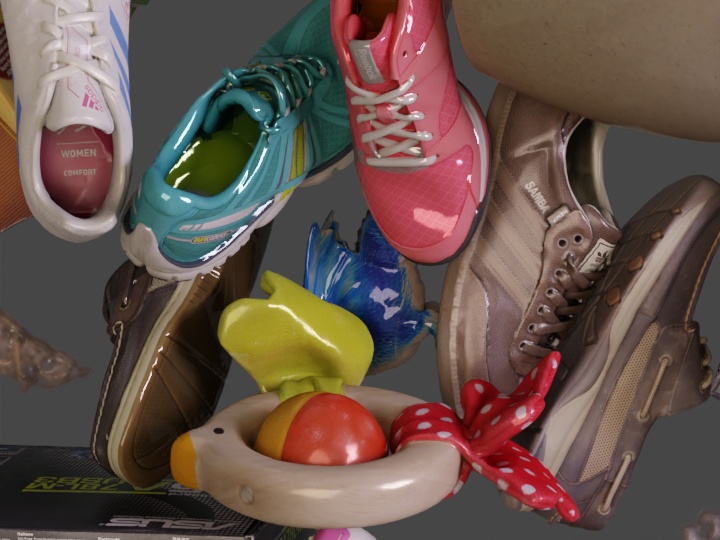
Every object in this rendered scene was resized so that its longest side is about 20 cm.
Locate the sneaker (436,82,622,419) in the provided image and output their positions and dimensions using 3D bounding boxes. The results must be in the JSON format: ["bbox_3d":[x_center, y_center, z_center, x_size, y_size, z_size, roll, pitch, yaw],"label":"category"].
[{"bbox_3d":[0.092,-0.005,1.378,0.075,0.070,0.201,9,91,30],"label":"sneaker"}]

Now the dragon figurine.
[{"bbox_3d":[0.000,0.000,1.414,0.099,0.059,0.201,0,97,9],"label":"dragon figurine"}]

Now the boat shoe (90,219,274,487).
[{"bbox_3d":[-0.101,0.021,1.403,0.064,0.073,0.201,7,58,26],"label":"boat shoe"}]

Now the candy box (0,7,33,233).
[{"bbox_3d":[-0.241,-0.107,1.408,0.116,0.057,0.200,-27,109,25],"label":"candy box"}]

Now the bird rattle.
[{"bbox_3d":[0.000,0.091,1.313,0.199,0.163,0.113,23,121,31],"label":"bird rattle"}]

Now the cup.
[{"bbox_3d":[0.121,-0.155,1.313,0.142,0.200,0.202,-5,95,15],"label":"cup"}]

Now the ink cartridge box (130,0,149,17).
[{"bbox_3d":[-0.183,-0.176,1.419,0.147,0.076,0.201,32,99,5],"label":"ink cartridge box"}]

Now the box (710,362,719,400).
[{"bbox_3d":[0.276,-0.002,1.340,0.132,0.115,0.201,28,98,7],"label":"box"}]

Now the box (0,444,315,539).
[{"bbox_3d":[-0.132,0.130,1.382,0.199,0.193,0.048,1,96,10],"label":"box"}]

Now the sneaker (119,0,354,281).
[{"bbox_3d":[-0.046,-0.076,1.369,0.077,0.080,0.200,33,61,11],"label":"sneaker"}]

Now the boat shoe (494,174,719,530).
[{"bbox_3d":[0.144,0.045,1.397,0.073,0.075,0.201,28,101,-13],"label":"boat shoe"}]

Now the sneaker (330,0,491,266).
[{"bbox_3d":[0.012,-0.097,1.330,0.073,0.087,0.201,-3,102,23],"label":"sneaker"}]

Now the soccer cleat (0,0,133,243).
[{"bbox_3d":[-0.142,-0.112,1.333,0.069,0.086,0.201,-8,102,-11],"label":"soccer cleat"}]

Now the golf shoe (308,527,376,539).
[{"bbox_3d":[0.013,0.189,1.370,0.091,0.200,0.076,21,65,19],"label":"golf shoe"}]
